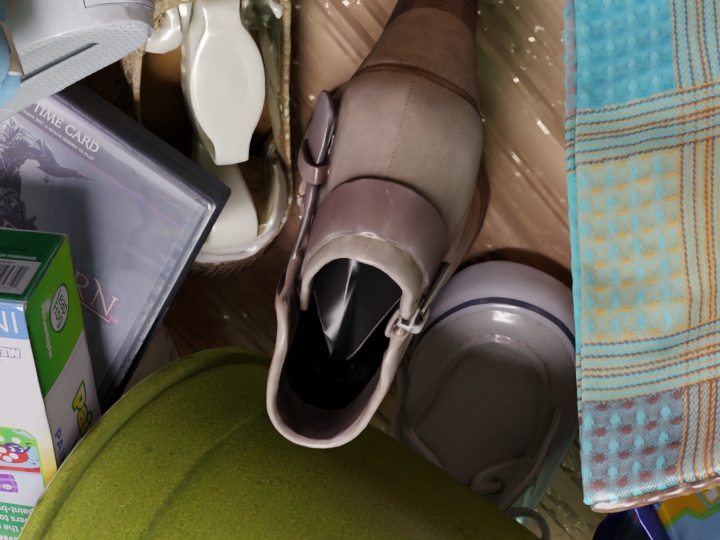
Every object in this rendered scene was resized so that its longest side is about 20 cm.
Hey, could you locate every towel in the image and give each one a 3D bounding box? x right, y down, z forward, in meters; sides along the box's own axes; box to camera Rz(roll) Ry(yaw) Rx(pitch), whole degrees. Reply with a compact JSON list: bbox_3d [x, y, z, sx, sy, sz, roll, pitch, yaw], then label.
[{"bbox_3d":[0.122,-0.037,0.835,0.146,0.201,0.022,-18,149,34],"label":"towel"}]

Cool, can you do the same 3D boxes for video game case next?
[{"bbox_3d":[-0.145,0.007,0.996,0.143,0.019,0.200,35,125,6],"label":"video game case"}]

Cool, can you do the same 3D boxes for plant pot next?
[{"bbox_3d":[0.006,0.151,0.952,0.193,0.200,0.201,20,145,30],"label":"plant pot"}]

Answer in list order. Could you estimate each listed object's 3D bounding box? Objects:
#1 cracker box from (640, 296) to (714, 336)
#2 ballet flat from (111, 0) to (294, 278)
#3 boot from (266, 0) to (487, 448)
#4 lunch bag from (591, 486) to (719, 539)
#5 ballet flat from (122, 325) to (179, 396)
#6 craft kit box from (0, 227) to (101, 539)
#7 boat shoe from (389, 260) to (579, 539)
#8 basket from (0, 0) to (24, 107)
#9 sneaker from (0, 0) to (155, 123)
[{"bbox_3d":[0.173,-0.031,0.870,0.200,0.134,0.058,-16,131,34],"label":"cracker box"},{"bbox_3d":[-0.053,-0.049,0.974,0.070,0.065,0.200,-12,140,-7],"label":"ballet flat"},{"bbox_3d":[0.000,0.000,0.955,0.070,0.146,0.200,13,139,4],"label":"boot"},{"bbox_3d":[0.140,0.127,1.050,0.094,0.150,0.200,57,150,15],"label":"lunch bag"},{"bbox_3d":[-0.119,0.016,1.061,0.200,0.071,0.065,39,141,-25],"label":"ballet flat"},{"bbox_3d":[-0.184,0.066,0.984,0.199,0.049,0.198,7,127,15],"label":"craft kit box"},{"bbox_3d":[0.036,0.085,1.084,0.074,0.086,0.202,18,140,-1],"label":"boat shoe"},{"bbox_3d":[-0.204,-0.068,0.786,0.176,0.139,0.200,-30,159,34],"label":"basket"},{"bbox_3d":[-0.147,-0.078,0.915,0.200,0.071,0.073,-20,167,33],"label":"sneaker"}]
